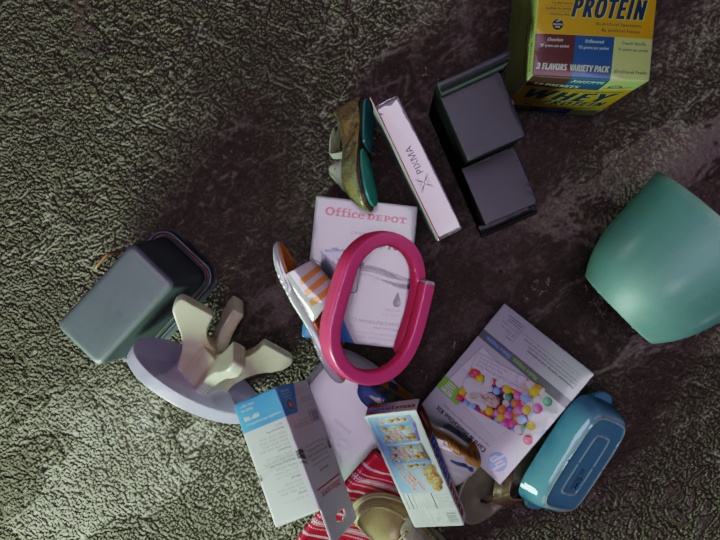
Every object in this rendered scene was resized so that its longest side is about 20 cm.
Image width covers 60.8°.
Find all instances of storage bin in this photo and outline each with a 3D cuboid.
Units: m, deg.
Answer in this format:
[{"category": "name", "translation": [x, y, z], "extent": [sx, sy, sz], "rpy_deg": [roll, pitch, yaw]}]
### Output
[{"category": "storage bin", "translation": [-0.328, 0.035, 0.879], "extent": [0.146, 0.134, 0.200], "rpy_deg": [44, 94, 0]}]

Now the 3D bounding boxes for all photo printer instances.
[{"category": "photo printer", "translation": [-0.028, 0.226, 0.902], "extent": [0.166, 0.069, 0.200], "rpy_deg": [40, 95, 0]}]

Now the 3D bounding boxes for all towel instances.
[{"category": "towel", "translation": [0.005, 0.352, 0.891], "extent": [0.145, 0.022, 0.200], "rpy_deg": [36, 96, -37]}]

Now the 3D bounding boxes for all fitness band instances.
[{"category": "fitness band", "translation": [0.023, 0.048, 0.793], "extent": [0.143, 0.037, 0.200], "rpy_deg": [18, 85, -33]}]

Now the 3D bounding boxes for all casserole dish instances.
[{"category": "casserole dish", "translation": [0.304, 0.264, 0.863], "extent": [0.121, 0.039, 0.200], "rpy_deg": [25, 99, -35]}]

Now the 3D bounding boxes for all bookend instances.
[{"category": "bookend", "translation": [0.173, -0.152, 0.805], "extent": [0.092, 0.200, 0.199], "rpy_deg": [-23, 91, 5]}]

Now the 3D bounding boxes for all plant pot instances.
[{"category": "plant pot", "translation": [0.401, -0.002, 0.809], "extent": [0.201, 0.201, 0.161], "rpy_deg": [45, 108, 0]}]

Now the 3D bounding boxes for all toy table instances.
[{"category": "toy table", "translation": [-0.205, 0.121, 0.861], "extent": [0.200, 0.184, 0.117], "rpy_deg": [29, 106, -34]}]

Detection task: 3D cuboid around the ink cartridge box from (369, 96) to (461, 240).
[{"category": "ink cartridge box", "translation": [0.076, -0.137, 0.824], "extent": [0.043, 0.174, 0.200], "rpy_deg": [-26, 91, 4]}]

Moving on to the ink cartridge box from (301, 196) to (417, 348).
[{"category": "ink cartridge box", "translation": [0.000, 0.000, 0.882], "extent": [0.146, 0.086, 0.200], "rpy_deg": [6, 95, 3]}]

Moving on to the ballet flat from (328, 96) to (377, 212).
[{"category": "ballet flat", "translation": [-0.013, -0.157, 0.850], "extent": [0.071, 0.071, 0.200], "rpy_deg": [-3, 58, 4]}]

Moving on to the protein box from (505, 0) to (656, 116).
[{"category": "protein box", "translation": [0.274, -0.320, 0.789], "extent": [0.135, 0.200, 0.199], "rpy_deg": [4, 93, 3]}]

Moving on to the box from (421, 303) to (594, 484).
[{"category": "box", "translation": [0.205, 0.173, 0.876], "extent": [0.156, 0.041, 0.200], "rpy_deg": [41, 96, 22]}]

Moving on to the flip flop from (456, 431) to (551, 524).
[{"category": "flip flop", "translation": [0.227, 0.304, 0.896], "extent": [0.200, 0.058, 0.081], "rpy_deg": [-28, 95, 2]}]

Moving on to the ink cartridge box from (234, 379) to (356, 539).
[{"category": "ink cartridge box", "translation": [-0.083, 0.253, 0.804], "extent": [0.067, 0.116, 0.200], "rpy_deg": [-24, 79, 12]}]

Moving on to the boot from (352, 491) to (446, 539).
[{"category": "boot", "translation": [0.074, 0.401, 0.834], "extent": [0.072, 0.155, 0.200], "rpy_deg": [-43, 115, 7]}]

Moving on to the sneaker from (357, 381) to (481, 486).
[{"category": "sneaker", "translation": [0.064, 0.228, 0.832], "extent": [0.200, 0.075, 0.088], "rpy_deg": [39, 107, -2]}]

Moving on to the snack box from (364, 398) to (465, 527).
[{"category": "snack box", "translation": [0.073, 0.255, 0.798], "extent": [0.072, 0.024, 0.200], "rpy_deg": [-12, 114, 24]}]

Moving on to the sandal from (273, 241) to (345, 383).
[{"category": "sandal", "translation": [-0.050, 0.047, 0.812], "extent": [0.059, 0.079, 0.207], "rpy_deg": [-25, 99, 5]}]
